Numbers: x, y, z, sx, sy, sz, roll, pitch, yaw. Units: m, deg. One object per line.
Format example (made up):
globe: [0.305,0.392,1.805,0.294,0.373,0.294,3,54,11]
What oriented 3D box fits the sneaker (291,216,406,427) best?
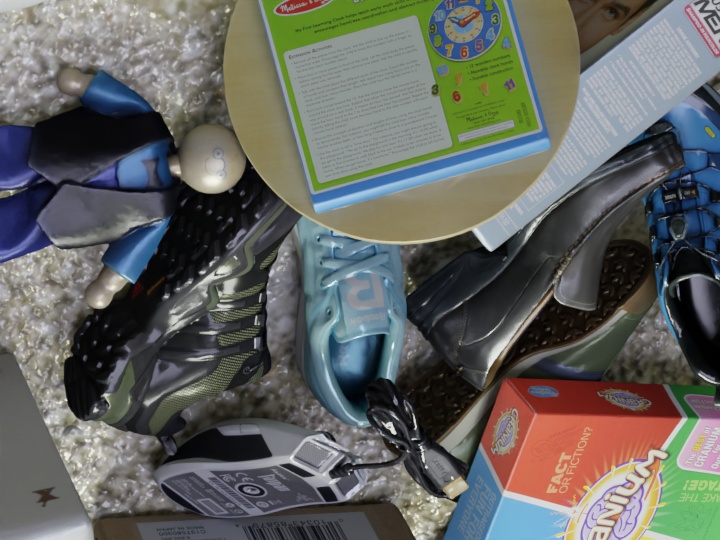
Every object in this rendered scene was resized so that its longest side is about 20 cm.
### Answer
sneaker: [0.000,0.000,1.705,0.074,0.082,0.200,-13,119,-15]

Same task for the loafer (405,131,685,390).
loafer: [0.120,-0.008,1.719,0.200,0.073,0.072,-39,82,27]

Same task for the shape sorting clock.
shape sorting clock: [0.023,-0.114,1.629,0.200,0.039,0.200,0,86,3]

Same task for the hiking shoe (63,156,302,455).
hiking shoe: [-0.084,0.017,1.698,0.101,0.076,0.200,28,110,-41]

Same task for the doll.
doll: [-0.162,-0.044,1.632,0.200,0.048,0.137,-13,97,-11]

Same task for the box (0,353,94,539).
box: [-0.256,0.181,1.632,0.199,0.200,0.172,-13,121,-13]

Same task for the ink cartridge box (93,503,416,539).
ink cartridge box: [-0.050,0.216,1.744,0.200,0.165,0.075,-2,119,-20]

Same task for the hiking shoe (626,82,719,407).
hiking shoe: [0.205,-0.026,1.737,0.074,0.087,0.200,-16,104,19]

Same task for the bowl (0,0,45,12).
bowl: [-0.194,-0.215,1.524,0.201,0.090,0.201,-8,118,-16]

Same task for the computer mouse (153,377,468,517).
computer mouse: [-0.035,0.106,1.722,0.200,0.044,0.110,-9,147,32]

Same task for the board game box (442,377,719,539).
board game box: [0.154,0.143,1.799,0.200,0.040,0.153,3,119,-32]

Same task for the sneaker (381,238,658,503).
sneaker: [0.110,0.069,1.796,0.200,0.067,0.090,-38,134,-4]

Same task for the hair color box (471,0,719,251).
hair color box: [0.122,-0.110,1.687,0.200,0.099,0.061,-38,121,0]

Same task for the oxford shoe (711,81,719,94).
oxford shoe: [0.274,-0.040,1.807,0.075,0.058,0.200,-42,107,10]
